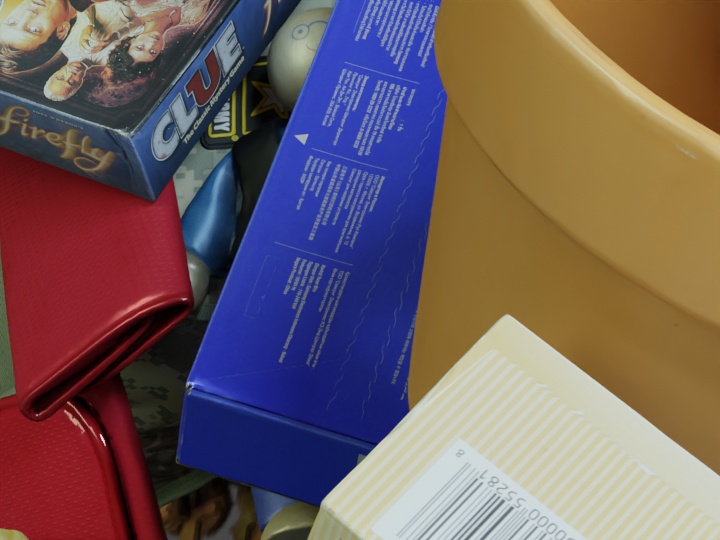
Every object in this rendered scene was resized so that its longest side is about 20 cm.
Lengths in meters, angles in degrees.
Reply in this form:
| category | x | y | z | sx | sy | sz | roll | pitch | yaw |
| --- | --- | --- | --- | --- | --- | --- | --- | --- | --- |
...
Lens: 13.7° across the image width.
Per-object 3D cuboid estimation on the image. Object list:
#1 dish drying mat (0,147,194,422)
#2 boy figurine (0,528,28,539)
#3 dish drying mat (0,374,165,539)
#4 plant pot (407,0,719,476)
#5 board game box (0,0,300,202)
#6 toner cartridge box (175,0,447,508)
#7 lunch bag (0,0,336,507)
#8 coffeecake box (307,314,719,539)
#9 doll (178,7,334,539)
| category | x | y | z | sx | sy | sz | roll | pitch | yaw |
| --- | --- | --- | --- | --- | --- | --- | --- | --- | --- |
| dish drying mat | -0.096 | -0.040 | 1.033 | 0.077 | 0.018 | 0.200 | -39 | 39 | 24 |
| boy figurine | -0.147 | 0.178 | 0.990 | 0.064 | 0.124 | 0.201 | -113 | 33 | -77 |
| dish drying mat | -0.085 | 0.137 | 1.011 | 0.077 | 0.018 | 0.201 | -17 | 87 | 41 |
| plant pot | 0.099 | -0.002 | 0.742 | 0.200 | 0.200 | 0.140 | -115 | 40 | -49 |
| board game box | -0.122 | -0.111 | 1.035 | 0.200 | 0.035 | 0.136 | 19 | 58 | 24 |
| toner cartridge box | 0.018 | -0.017 | 0.921 | 0.043 | 0.095 | 0.200 | 103 | -174 | -54 |
| lunch bag | -0.049 | -0.025 | 1.083 | 0.200 | 0.117 | 0.164 | -27 | 51 | 36 |
| coffeecake box | 0.050 | 0.130 | 0.702 | 0.073 | 0.153 | 0.200 | -43 | -16 | -33 |
| doll | 0.000 | 0.000 | 0.965 | 0.136 | 0.048 | 0.200 | -14 | 56 | 8 |
